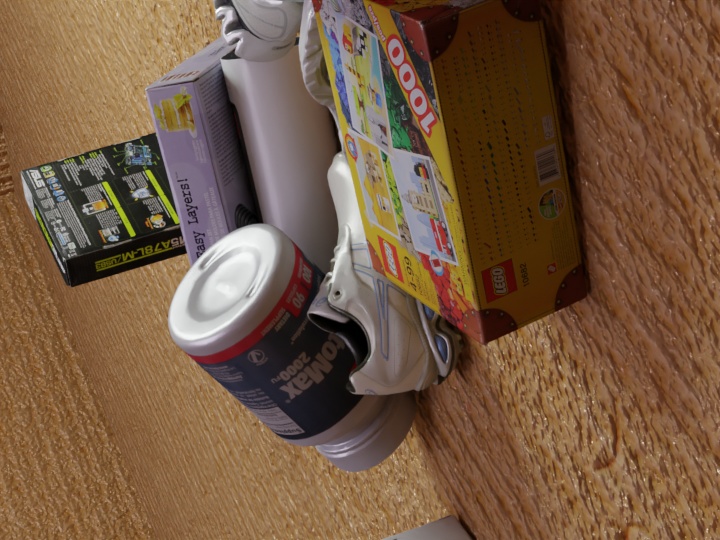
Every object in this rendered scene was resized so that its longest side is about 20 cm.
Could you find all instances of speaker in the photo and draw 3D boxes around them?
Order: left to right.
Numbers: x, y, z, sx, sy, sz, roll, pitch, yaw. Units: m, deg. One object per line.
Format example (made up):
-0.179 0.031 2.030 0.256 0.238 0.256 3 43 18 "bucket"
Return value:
-0.055 -0.089 1.355 0.081 0.081 0.202 -151 46 -67 "speaker"

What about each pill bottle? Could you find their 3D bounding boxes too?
-0.047 0.068 1.308 0.200 0.120 0.120 45 180 -33 "pill bottle"

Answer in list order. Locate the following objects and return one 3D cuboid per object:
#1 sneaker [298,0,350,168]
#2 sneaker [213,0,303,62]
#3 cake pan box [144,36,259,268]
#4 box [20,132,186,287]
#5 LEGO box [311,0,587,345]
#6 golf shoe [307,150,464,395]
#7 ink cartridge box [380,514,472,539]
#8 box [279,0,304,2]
-0.008 -0.150 1.102 0.200 0.077 0.100 77 174 -57 "sneaker"
-0.094 -0.254 1.199 0.201 0.075 0.081 58 148 3 "sneaker"
-0.107 -0.097 1.407 0.200 0.052 0.186 -56 -42 -64 "cake pan box"
-0.268 -0.075 1.868 0.200 0.192 0.048 -127 28 -48 "box"
0.051 -0.080 0.978 0.149 0.077 0.201 35 143 57 "LEGO box"
0.000 0.000 1.233 0.078 0.097 0.201 103 148 -63 "golf shoe"
0.076 0.322 1.325 0.145 0.084 0.201 -130 26 -52 "ink cartridge box"
-0.096 -0.279 0.994 0.199 0.198 0.132 126 138 -53 "box"
